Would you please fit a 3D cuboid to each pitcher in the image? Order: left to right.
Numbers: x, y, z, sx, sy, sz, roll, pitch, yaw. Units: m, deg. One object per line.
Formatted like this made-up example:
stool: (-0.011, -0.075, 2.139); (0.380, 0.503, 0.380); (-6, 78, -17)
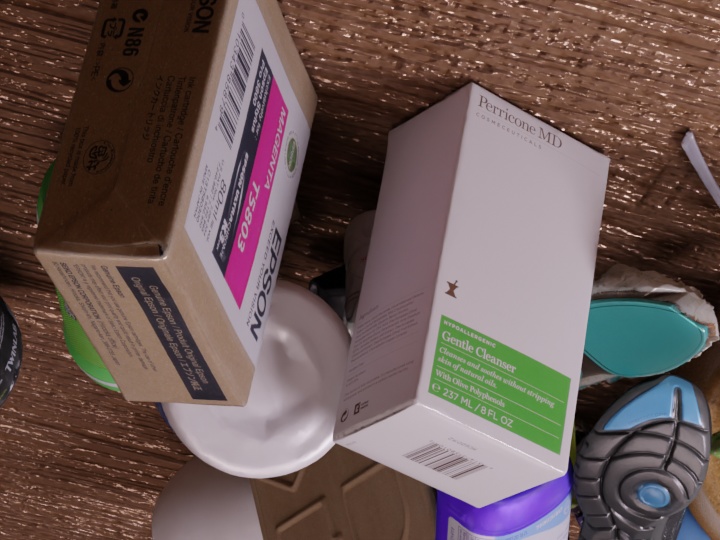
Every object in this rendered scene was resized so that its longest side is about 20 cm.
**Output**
pitcher: (-0.059, 0.196, 1.778); (0.200, 0.172, 0.121); (-14, 134, 37)

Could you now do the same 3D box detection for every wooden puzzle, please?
wooden puzzle: (-0.007, 0.138, 1.643); (0.046, 0.201, 0.185); (-5, 159, -38)

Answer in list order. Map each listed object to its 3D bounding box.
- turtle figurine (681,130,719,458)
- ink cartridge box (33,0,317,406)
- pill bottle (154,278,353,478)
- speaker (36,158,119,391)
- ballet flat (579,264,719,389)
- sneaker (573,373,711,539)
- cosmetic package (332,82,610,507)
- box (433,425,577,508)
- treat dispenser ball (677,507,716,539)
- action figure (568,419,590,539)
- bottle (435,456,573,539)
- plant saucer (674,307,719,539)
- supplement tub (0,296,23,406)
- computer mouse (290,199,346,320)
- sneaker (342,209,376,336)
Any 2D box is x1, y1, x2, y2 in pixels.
turtle figurine: (0.230, 0.031, 1.381); (0.200, 0.194, 0.144); (-5, -150, -43)
ink cartridge box: (-0.090, -0.053, 1.286); (0.075, 0.201, 0.165); (3, 152, 16)
pill bottle: (-0.067, 0.057, 1.444); (0.111, 0.111, 0.200); (15, 179, -8)
speaker: (-0.150, 0.001, 1.534); (0.088, 0.089, 0.200); (8, 152, 5)
ballet flat: (0.131, 0.029, 1.423); (0.072, 0.072, 0.200); (27, 150, -29)
sneaker: (0.164, 0.121, 1.473); (0.073, 0.082, 0.200); (20, 136, 7)
cosmetic package: (0.062, 0.014, 1.360); (0.107, 0.201, 0.085); (25, 150, -26)
box: (0.063, 0.117, 1.637); (0.048, 0.122, 0.200); (13, 155, -33)
treat dispenser ball: (0.244, 0.191, 1.632); (0.200, 0.201, 0.201); (8, 152, 4)
action figure: (0.126, 0.153, 1.737); (0.130, 0.070, 0.200); (-17, 150, 20)
bottle: (0.084, 0.184, 1.505); (0.065, 0.083, 0.200); (36, 141, 34)
plant saucer: (0.272, 0.103, 1.480); (0.200, 0.201, 0.035); (-5, -174, 27)
supplement tub: (-0.304, 0.019, 1.582); (0.122, 0.123, 0.200); (1, 150, 18)
computer mouse: (0.000, 0.000, 1.536); (0.199, 0.046, 0.141); (-11, 127, 28)
sneaker: (0.024, 0.064, 1.484); (0.078, 0.100, 0.200); (-4, 131, 21)
